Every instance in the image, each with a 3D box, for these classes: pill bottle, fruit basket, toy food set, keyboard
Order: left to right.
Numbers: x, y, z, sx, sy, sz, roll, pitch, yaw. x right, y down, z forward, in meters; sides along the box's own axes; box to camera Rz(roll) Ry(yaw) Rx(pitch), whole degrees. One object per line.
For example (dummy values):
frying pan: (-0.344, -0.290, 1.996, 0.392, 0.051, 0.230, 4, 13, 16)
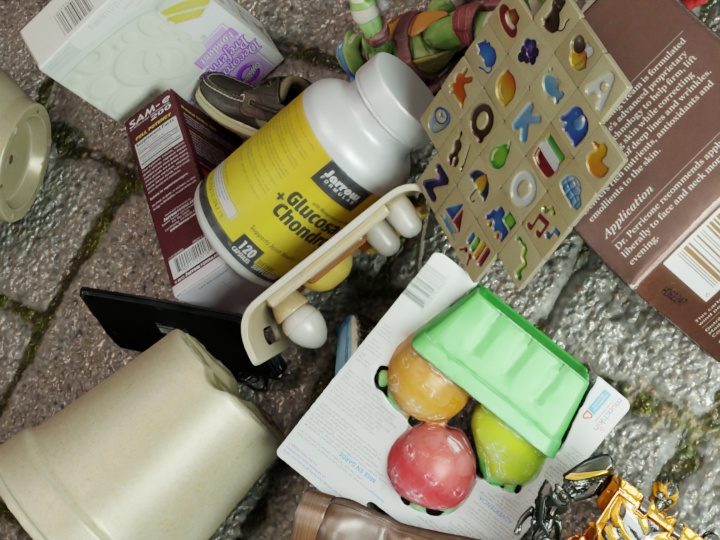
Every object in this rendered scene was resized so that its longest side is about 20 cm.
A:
keyboard: (-0.144, 0.050, 1.486, 0.200, 0.104, 0.040, 10, 52, 37)
pill bottle: (-0.032, -0.084, 1.402, 0.200, 0.112, 0.112, -39, 53, 24)
toy food set: (0.000, 0.000, 1.384, 0.200, 0.144, 0.060, -38, 87, 11)
fruit basket: (0.068, 0.117, 1.286, 0.185, 0.094, 0.200, 38, 105, 1)

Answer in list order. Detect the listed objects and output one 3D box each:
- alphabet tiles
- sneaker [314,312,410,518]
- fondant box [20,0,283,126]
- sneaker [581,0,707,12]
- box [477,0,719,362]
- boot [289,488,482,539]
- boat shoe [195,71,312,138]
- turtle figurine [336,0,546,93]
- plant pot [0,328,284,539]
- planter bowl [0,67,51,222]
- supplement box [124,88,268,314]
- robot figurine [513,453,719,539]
alphabet tiles: (0.110, -0.093, 1.212, 0.200, 0.006, 0.167, -54, 50, 37)
sneaker: (-0.014, 0.128, 1.372, 0.090, 0.078, 0.200, -13, 62, 33)
fondant box: (-0.184, -0.202, 1.554, 0.144, 0.200, 0.058, -42, 54, 11)
sneaker: (0.201, -0.166, 1.359, 0.085, 0.077, 0.200, 37, 92, 34)
box: (0.228, -0.076, 1.240, 0.166, 0.164, 0.200, -45, 51, 10)
boot: (0.039, 0.264, 1.282, 0.200, 0.064, 0.187, 15, 121, 13)
boat shoe: (-0.062, -0.141, 1.518, 0.200, 0.073, 0.065, 28, 117, 30)
turtle figurine: (0.060, -0.238, 1.443, 0.194, 0.144, 0.200, 0, 73, 30)
plant pot: (-0.169, 0.155, 1.404, 0.183, 0.200, 0.200, -43, 52, -1)
planter bowl: (-0.384, -0.118, 1.678, 0.135, 0.200, 0.201, 15, 77, 10)
supplement box: (-0.132, -0.051, 1.511, 0.061, 0.109, 0.200, -33, 54, 19)
robot figurine: (0.157, 0.227, 1.181, 0.145, 0.058, 0.200, 36, 92, -2)
